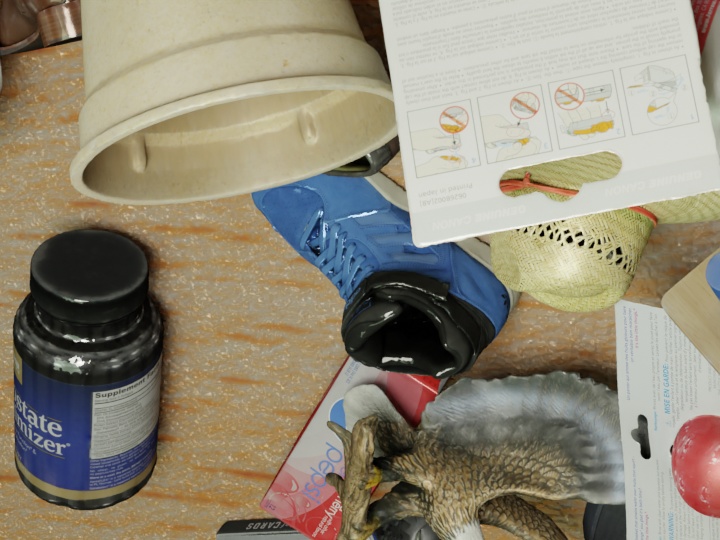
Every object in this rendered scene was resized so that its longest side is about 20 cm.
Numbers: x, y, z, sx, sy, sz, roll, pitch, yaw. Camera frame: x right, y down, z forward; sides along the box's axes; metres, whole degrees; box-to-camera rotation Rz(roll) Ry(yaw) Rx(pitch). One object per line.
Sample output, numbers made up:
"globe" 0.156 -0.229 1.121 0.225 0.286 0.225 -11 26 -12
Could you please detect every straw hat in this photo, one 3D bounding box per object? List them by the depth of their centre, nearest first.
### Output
"straw hat" 0.120 -0.022 0.980 0.200 0.201 0.085 16 86 17

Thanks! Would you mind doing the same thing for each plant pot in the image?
"plant pot" -0.087 -0.156 0.989 0.200 0.200 0.184 -21 77 36

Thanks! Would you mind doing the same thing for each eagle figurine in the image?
"eagle figurine" 0.081 0.145 1.116 0.199 0.152 0.152 -3 86 -15

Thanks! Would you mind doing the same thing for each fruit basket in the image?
"fruit basket" 0.246 0.110 0.990 0.199 0.094 0.186 15 126 36

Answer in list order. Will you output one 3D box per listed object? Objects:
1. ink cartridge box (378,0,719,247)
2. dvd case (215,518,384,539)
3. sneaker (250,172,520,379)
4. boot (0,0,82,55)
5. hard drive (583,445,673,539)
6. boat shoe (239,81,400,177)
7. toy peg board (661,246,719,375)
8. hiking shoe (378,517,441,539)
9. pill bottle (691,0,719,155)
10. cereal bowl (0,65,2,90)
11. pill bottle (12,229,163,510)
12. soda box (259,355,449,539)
"ink cartridge box" 0.095 -0.114 0.883 0.161 0.201 0.050 -11 163 10
"dvd case" -0.017 0.285 1.380 0.150 0.025 0.201 -8 117 31
"sneaker" 0.000 -0.001 1.115 0.199 0.111 0.077 31 131 5
"boot" -0.217 -0.244 1.088 0.186 0.064 0.201 6 111 64
"hard drive" 0.229 0.139 1.130 0.134 0.042 0.201 25 130 10
"boat shoe" -0.065 -0.106 1.105 0.200 0.066 0.072 15 128 18
"toy peg board" 0.278 0.006 0.867 0.199 0.200 0.098 -40 145 5
"hiking shoe" 0.068 0.255 1.292 0.100 0.076 0.201 -7 120 -8
"pill bottle" 0.126 -0.126 0.964 0.199 0.112 0.113 16 128 17
"cereal bowl" -0.295 -0.154 1.143 0.200 0.083 0.201 163 90 -71
"pill bottle" -0.205 0.073 1.272 0.111 0.112 0.201 19 128 14
"soda box" -0.001 0.114 1.227 0.070 0.063 0.200 32 130 3
